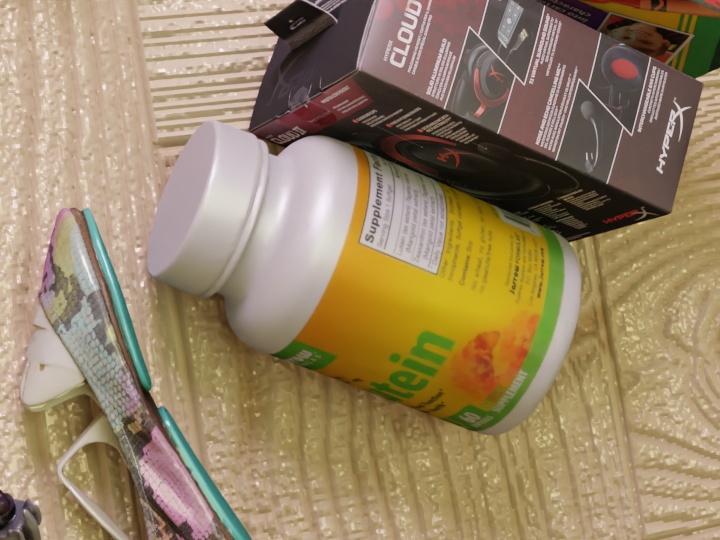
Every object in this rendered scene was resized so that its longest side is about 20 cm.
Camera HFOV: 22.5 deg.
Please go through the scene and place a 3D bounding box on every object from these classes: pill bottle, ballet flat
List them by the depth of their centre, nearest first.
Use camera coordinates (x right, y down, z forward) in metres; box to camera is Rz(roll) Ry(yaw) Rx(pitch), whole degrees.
[{"bbox_3d":[-0.120,0.071,0.875,0.071,0.069,0.201,-26,94,-4],"label":"ballet flat"},{"bbox_3d":[0.000,0.000,0.905,0.199,0.111,0.112,22,75,-19],"label":"pill bottle"}]

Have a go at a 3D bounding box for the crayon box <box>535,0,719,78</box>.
[{"bbox_3d":[0.090,-0.152,0.929,0.199,0.172,0.059,19,73,-20],"label":"crayon box"}]

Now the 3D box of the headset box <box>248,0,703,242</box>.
[{"bbox_3d":[0.046,-0.086,0.915,0.199,0.148,0.076,22,75,-19],"label":"headset box"}]

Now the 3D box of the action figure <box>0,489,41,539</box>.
[{"bbox_3d":[-0.219,0.118,0.820,0.130,0.069,0.201,-33,100,-28],"label":"action figure"}]
